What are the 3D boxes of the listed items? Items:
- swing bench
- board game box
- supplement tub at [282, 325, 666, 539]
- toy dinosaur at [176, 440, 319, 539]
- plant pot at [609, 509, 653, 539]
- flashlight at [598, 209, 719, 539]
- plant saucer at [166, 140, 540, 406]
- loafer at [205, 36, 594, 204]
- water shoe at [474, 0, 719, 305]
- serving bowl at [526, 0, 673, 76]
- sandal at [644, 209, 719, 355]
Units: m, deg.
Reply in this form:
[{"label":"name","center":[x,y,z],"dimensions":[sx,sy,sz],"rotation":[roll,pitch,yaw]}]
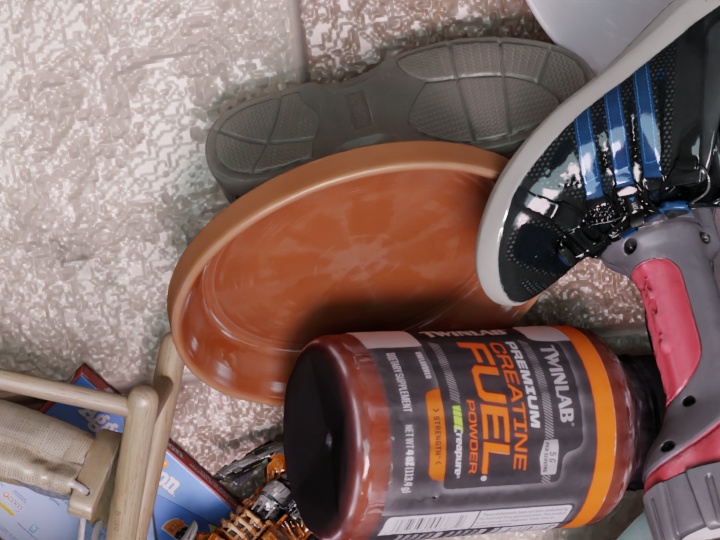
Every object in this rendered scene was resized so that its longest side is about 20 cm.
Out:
[{"label":"swing bench","center":[-0.206,0.119,1.122],"dimensions":[0.197,0.130,0.201],"rotation":[12,103,2]},{"label":"board game box","center":[-0.112,0.153,1.211],"dimensions":[0.103,0.019,0.200],"rotation":[-43,103,12]},{"label":"supplement tub","center":[0.067,0.081,1.135],"dimensions":[0.199,0.107,0.108],"rotation":[-2,108,-24]},{"label":"toy dinosaur","center":[-0.005,0.144,1.172],"dimensions":[0.199,0.102,0.136],"rotation":[-27,81,6]},{"label":"plant pot","center":[0.185,0.186,1.157],"dimensions":[0.134,0.200,0.200],"rotation":[44,102,14]},{"label":"flashlight","center":[0.154,0.043,1.099],"dimensions":[0.068,0.201,0.067],"rotation":[-32,149,33]},{"label":"plant saucer","center":[0.000,0.000,1.110],"dimensions":[0.199,0.032,0.201],"rotation":[-13,146,-9]},{"label":"loafer","center":[0.023,-0.067,1.127],"dimensions":[0.199,0.072,0.063],"rotation":[-10,148,7]},{"label":"water shoe","center":[0.135,-0.053,1.037],"dimensions":[0.200,0.079,0.071],"rotation":[-49,143,5]},{"label":"serving bowl","center":[0.173,-0.178,1.083],"dimensions":[0.199,0.066,0.201],"rotation":[7,123,10]},{"label":"sandal","center":[0.200,-0.022,1.156],"dimensions":[0.076,0.043,0.201],"rotation":[12,106,-6]}]
